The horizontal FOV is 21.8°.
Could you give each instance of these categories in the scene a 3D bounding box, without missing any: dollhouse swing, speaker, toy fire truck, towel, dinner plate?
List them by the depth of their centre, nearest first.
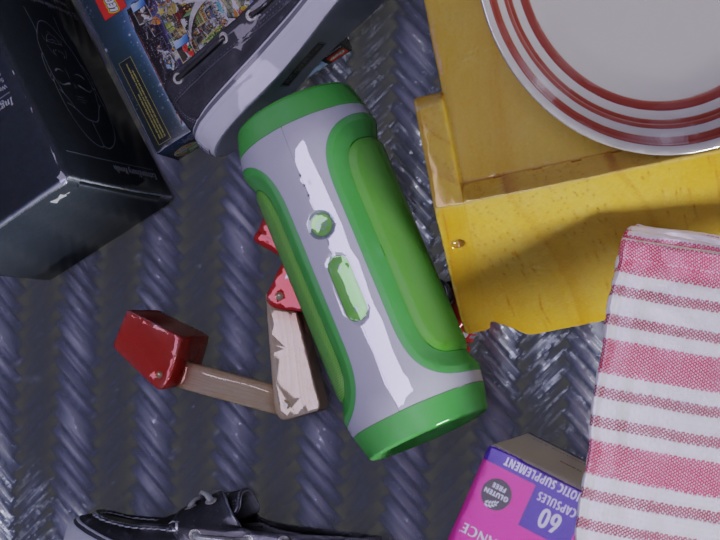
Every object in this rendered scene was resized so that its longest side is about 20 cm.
[{"bbox_3d":[0.153,-0.159,0.949,0.198,0.024,0.203,0,91,-10],"label":"dinner plate"},{"bbox_3d":[0.191,0.085,0.981,0.145,0.030,0.202,10,86,5],"label":"towel"},{"bbox_3d":[0.131,-0.095,1.050,0.198,0.182,0.177,-12,56,4],"label":"dollhouse swing"},{"bbox_3d":[0.000,0.000,1.053,0.088,0.088,0.202,-25,80,15],"label":"speaker"},{"bbox_3d":[-0.037,0.037,1.134,0.199,0.049,0.142,29,96,17],"label":"toy fire truck"}]

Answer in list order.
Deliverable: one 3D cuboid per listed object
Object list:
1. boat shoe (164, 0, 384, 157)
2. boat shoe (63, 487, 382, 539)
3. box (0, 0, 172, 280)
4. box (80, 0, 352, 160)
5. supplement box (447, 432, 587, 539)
[{"bbox_3d":[-0.040,-0.158,1.101,0.066,0.070,0.200,46,105,12],"label":"boat shoe"},{"bbox_3d":[-0.083,0.163,1.131,0.198,0.072,0.069,11,92,16],"label":"boat shoe"},{"bbox_3d":[-0.228,-0.107,1.153,0.106,0.148,0.201,-31,78,14],"label":"box"},{"bbox_3d":[-0.110,-0.191,1.176,0.136,0.038,0.201,-30,78,14],"label":"box"},{"bbox_3d":[0.087,0.207,1.058,0.100,0.103,0.202,24,96,16],"label":"supplement box"}]
